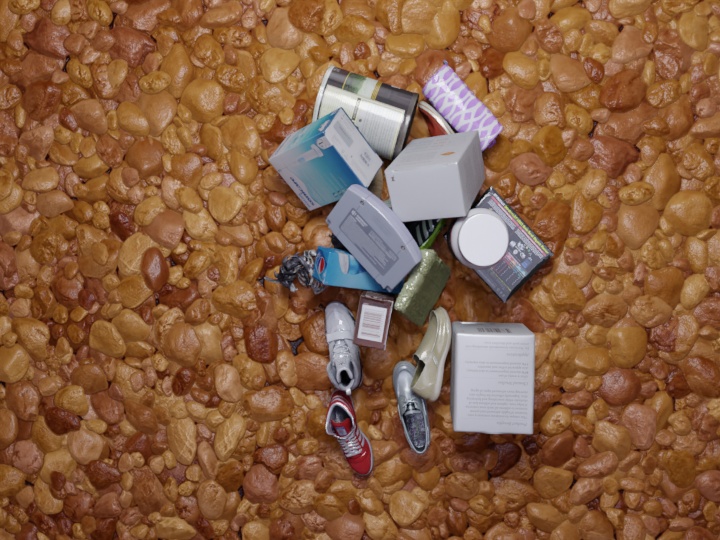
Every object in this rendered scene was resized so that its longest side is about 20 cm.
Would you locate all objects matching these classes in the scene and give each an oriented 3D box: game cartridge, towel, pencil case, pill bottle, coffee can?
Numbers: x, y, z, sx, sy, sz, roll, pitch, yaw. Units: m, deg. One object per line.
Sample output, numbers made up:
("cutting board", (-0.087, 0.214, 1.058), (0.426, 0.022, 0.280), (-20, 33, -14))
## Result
("game cartridge", (0.028, -0.067, 1.290), (0.201, 0.040, 0.133), (48, 138, 4))
("towel", (0.131, 0.038, 1.369), (0.036, 0.199, 0.151), (28, 90, 22))
("pencil case", (0.216, -0.342, 1.388), (0.084, 0.085, 0.201), (-41, 89, 2))
("pill bottle", (0.231, -0.063, 1.284), (0.112, 0.200, 0.120), (0, 93, 4))
("coffee can", (0.011, -0.328, 1.373), (0.195, 0.146, 0.150), (18, 95, 3))

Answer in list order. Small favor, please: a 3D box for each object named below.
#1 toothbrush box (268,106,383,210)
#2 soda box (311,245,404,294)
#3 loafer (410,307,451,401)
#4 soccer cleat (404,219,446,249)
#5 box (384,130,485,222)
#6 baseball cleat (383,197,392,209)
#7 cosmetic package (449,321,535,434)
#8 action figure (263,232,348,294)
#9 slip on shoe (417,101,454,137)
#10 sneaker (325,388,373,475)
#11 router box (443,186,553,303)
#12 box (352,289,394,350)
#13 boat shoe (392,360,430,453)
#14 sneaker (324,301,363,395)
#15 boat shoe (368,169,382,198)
("toothbrush box", (-0.074, -0.223, 1.342), (0.147, 0.197, 0.086), (48, 54, -22))
("soda box", (0.000, 0.000, 1.380), (0.195, 0.064, 0.070), (8, 100, -31))
("loafer", (0.151, 0.179, 1.417), (0.066, 0.076, 0.206), (10, 80, -13))
("soccer cleat", (0.142, -0.100, 1.423), (0.080, 0.067, 0.203), (33, 96, 14))
("box", (0.153, -0.189, 1.298), (0.148, 0.201, 0.109), (-3, 117, 25))
("baseball cleat", (0.054, -0.101, 1.394), (0.194, 0.070, 0.110), (-10, 111, -15))
("cosmetic package", (0.274, 0.222, 1.382), (0.162, 0.166, 0.207), (2, 94, 5))
("action figure", (-0.108, -0.002, 1.424), (0.196, 0.119, 0.104), (-29, 87, 0))
("slip on shoe", (0.178, -0.273, 1.405), (0.060, 0.074, 0.203), (-32, 96, 9))
("sneaker", (-0.026, 0.371, 1.442), (0.069, 0.112, 0.205), (-20, 92, 6))
("router box", (0.296, -0.056, 1.412), (0.150, 0.062, 0.200), (-43, 90, 7))
("box", (0.031, 0.097, 1.375), (0.073, 0.200, 0.103), (10, 95, 2))
("boat shoe", (0.118, 0.305, 1.447), (0.068, 0.072, 0.207), (-14, 93, 5))
("sneaker", (-0.039, 0.172, 1.428), (0.073, 0.115, 0.206), (-12, 93, 5))
("boat shoe", (0.003, -0.145, 1.427), (0.070, 0.064, 0.207), (-1, 99, -28))
